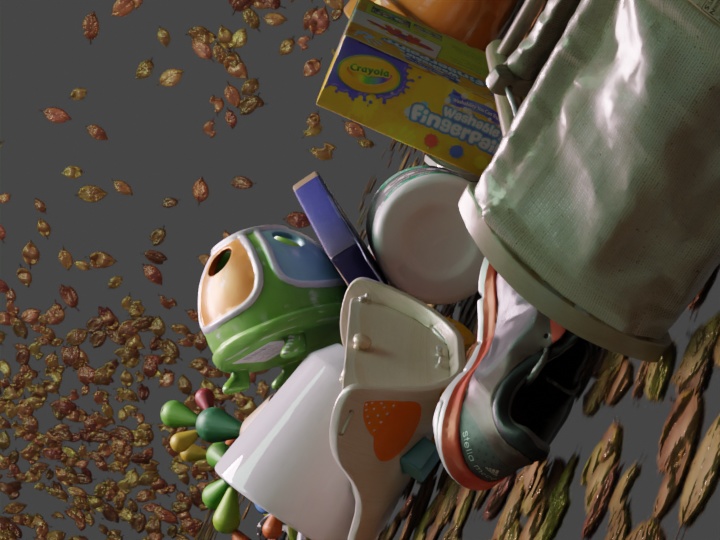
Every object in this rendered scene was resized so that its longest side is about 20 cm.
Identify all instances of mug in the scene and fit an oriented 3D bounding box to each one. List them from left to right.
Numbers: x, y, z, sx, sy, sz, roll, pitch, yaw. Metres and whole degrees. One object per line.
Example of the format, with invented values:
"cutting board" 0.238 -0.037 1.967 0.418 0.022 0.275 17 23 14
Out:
"mug" -0.029 0.148 1.524 0.153 0.149 0.187 -58 11 -3

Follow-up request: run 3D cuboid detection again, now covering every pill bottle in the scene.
"pill bottle" 0.062 -0.036 1.544 0.200 0.113 0.113 -115 49 -83

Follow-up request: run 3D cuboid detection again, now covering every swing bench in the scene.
"swing bench" 0.143 -0.101 0.843 0.200 0.130 0.199 -72 8 -49

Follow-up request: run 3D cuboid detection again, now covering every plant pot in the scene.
"plant pot" 0.112 -0.340 2.203 0.183 0.200 0.200 -49 8 12

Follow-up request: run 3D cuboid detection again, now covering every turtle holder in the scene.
"turtle holder" -0.064 0.026 1.591 0.132 0.185 0.141 68 153 13

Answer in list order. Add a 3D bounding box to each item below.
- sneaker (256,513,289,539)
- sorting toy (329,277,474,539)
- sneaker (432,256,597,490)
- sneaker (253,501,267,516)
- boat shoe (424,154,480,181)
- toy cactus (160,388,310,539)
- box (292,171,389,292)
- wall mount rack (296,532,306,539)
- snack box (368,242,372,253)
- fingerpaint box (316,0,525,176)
"sneaker" -0.040 0.243 1.746 0.089 0.077 0.200 -30 -22 -38
"sorting toy" 0.018 0.133 1.357 0.200 0.107 0.180 -85 10 -66
"sneaker" 0.112 0.039 1.002 0.082 0.077 0.200 -18 42 46
"sneaker" -0.133 0.298 2.410 0.200 0.066 0.079 -167 97 -85
"boat shoe" 0.092 -0.081 1.743 0.201 0.072 0.061 -41 -28 -84
"toy cactus" -0.099 0.178 1.637 0.102 0.200 0.165 -20 -26 -45
"box" 0.000 0.000 1.513 0.032 0.121 0.200 -33 28 1
"wall mount rack" -0.094 0.327 1.520 0.174 0.074 0.200 105 173 -68
"snack box" 0.020 0.048 1.724 0.200 0.024 0.072 87 -162 -46
"fingerpaint box" 0.070 -0.161 1.556 0.167 0.200 0.073 -79 13 -69
